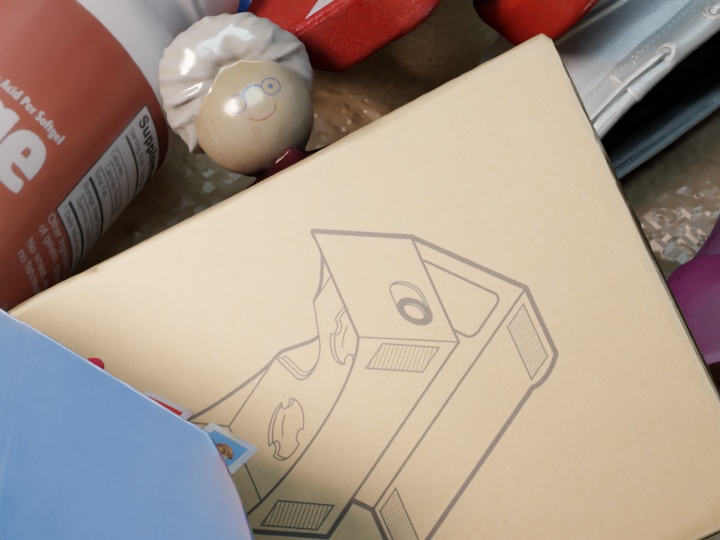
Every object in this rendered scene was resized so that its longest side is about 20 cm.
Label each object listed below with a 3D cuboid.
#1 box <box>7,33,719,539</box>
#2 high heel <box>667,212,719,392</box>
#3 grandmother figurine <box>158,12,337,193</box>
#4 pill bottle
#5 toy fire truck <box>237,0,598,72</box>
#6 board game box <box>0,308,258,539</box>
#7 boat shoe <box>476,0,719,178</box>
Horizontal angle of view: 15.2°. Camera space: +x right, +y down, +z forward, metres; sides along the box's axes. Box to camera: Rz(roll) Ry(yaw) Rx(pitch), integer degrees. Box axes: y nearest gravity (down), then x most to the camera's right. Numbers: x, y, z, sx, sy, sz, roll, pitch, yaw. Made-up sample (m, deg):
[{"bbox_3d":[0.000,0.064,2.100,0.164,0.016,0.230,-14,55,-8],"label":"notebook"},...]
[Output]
[{"bbox_3d":[0.004,0.042,0.847,0.200,0.021,0.164,-26,78,10],"label":"box"},{"bbox_3d":[0.194,0.032,0.890,0.200,0.067,0.096,10,46,26],"label":"high heel"},{"bbox_3d":[0.000,0.000,0.892,0.121,0.061,0.200,-29,80,-26],"label":"grandmother figurine"},{"bbox_3d":[-0.131,-0.048,0.928,0.112,0.112,0.200,27,61,19],"label":"pill bottle"},{"bbox_3d":[0.021,-0.148,0.975,0.112,0.168,0.200,35,58,-18],"label":"toy fire truck"},{"bbox_3d":[-0.102,0.071,0.837,0.200,0.158,0.039,29,38,21],"label":"board game box"},{"bbox_3d":[0.138,-0.089,0.976,0.201,0.070,0.072,-32,61,-10],"label":"boat shoe"}]
